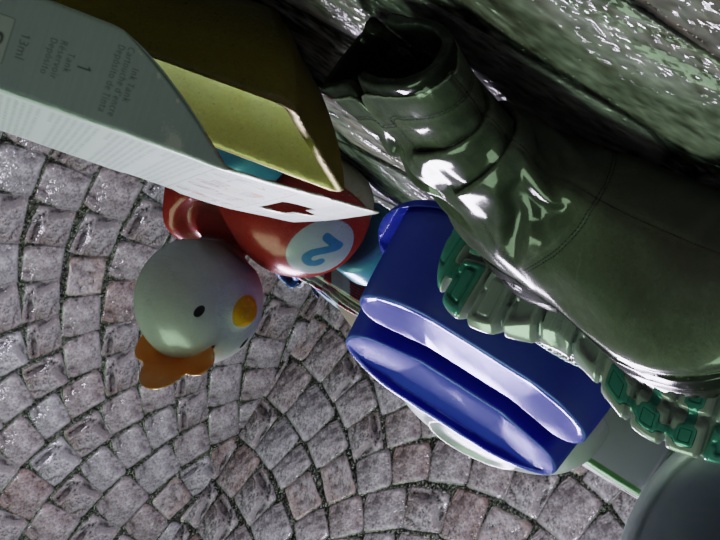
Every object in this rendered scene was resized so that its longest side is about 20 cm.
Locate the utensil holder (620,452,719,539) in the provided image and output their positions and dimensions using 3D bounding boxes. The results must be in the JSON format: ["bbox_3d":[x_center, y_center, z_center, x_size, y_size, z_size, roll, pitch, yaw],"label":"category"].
[{"bbox_3d":[0.351,0.259,1.123,0.200,0.170,0.170,30,177,-11],"label":"utensil holder"}]

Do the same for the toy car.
[{"bbox_3d":[-0.095,0.003,0.959,0.177,0.200,0.184,10,161,41],"label":"toy car"}]

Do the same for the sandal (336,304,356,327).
[{"bbox_3d":[-0.015,-0.023,1.316,0.212,0.070,0.078,56,167,-7],"label":"sandal"}]

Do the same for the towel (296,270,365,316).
[{"bbox_3d":[0.000,0.000,1.242,0.200,0.023,0.144,32,-152,-20],"label":"towel"}]

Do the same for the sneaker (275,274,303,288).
[{"bbox_3d":[-0.090,-0.021,1.809,0.077,0.085,0.200,33,177,-2],"label":"sneaker"}]

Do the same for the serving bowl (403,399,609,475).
[{"bbox_3d":[0.111,0.125,1.140,0.200,0.066,0.200,26,163,8],"label":"serving bowl"}]

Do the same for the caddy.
[{"bbox_3d":[0.087,0.036,0.834,0.200,0.105,0.141,33,155,6],"label":"caddy"}]

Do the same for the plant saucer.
[{"bbox_3d":[-0.102,-0.112,0.667,0.200,0.048,0.200,20,175,8],"label":"plant saucer"}]

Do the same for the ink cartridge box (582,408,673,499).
[{"bbox_3d":[0.245,0.159,1.310,0.146,0.084,0.200,32,176,19],"label":"ink cartridge box"}]

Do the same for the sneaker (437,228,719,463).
[{"bbox_3d":[0.137,0.028,0.653,0.200,0.078,0.091,35,-166,33],"label":"sneaker"}]

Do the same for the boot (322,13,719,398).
[{"bbox_3d":[0.061,-0.030,0.450,0.131,0.068,0.200,40,172,-26],"label":"boot"}]

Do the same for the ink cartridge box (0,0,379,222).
[{"bbox_3d":[-0.099,-0.072,0.603,0.200,0.047,0.160,17,176,-16],"label":"ink cartridge box"}]

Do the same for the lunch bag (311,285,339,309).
[{"bbox_3d":[0.039,0.031,1.429,0.200,0.082,0.161,31,174,2],"label":"lunch bag"}]
